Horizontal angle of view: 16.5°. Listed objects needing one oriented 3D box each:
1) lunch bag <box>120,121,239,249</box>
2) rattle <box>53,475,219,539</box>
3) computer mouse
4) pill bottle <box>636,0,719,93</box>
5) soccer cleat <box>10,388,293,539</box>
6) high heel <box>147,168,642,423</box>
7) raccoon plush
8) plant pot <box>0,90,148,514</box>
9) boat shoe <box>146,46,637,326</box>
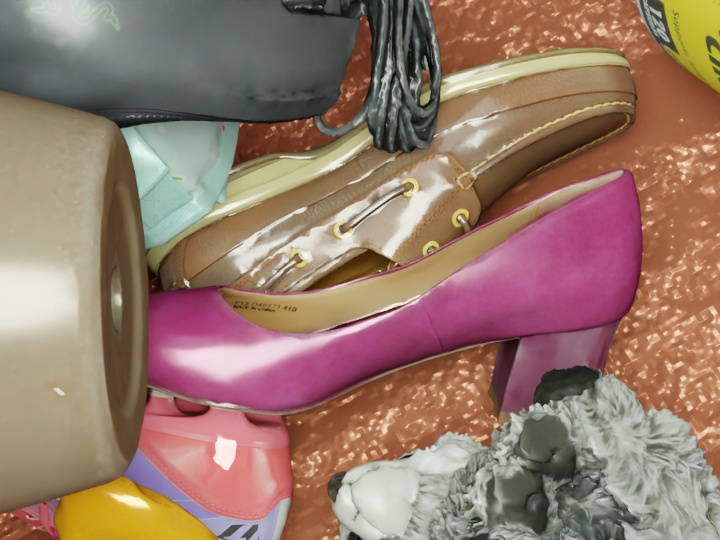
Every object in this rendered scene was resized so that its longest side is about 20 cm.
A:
[{"bbox_3d":[-0.139,-0.093,0.923,0.122,0.170,0.200,-44,25,-11],"label":"lunch bag"},{"bbox_3d":[-0.060,0.189,0.798,0.130,0.143,0.200,13,68,30],"label":"rattle"},{"bbox_3d":[-0.048,-0.099,0.839,0.053,0.200,0.139,-2,97,55],"label":"computer mouse"},{"bbox_3d":[0.185,-0.087,0.864,0.112,0.112,0.200,-35,34,-5],"label":"pill bottle"},{"bbox_3d":[-0.117,0.073,0.931,0.200,0.067,0.077,6,90,25],"label":"soccer cleat"},{"bbox_3d":[0.000,0.000,0.881,0.200,0.096,0.067,4,18,-16],"label":"high heel"},{"bbox_3d":[0.079,0.123,0.853,0.200,0.134,0.097,43,60,-1],"label":"raccoon plush"},{"bbox_3d":[-0.159,0.009,0.776,0.175,0.200,0.200,-2,60,3],"label":"plant pot"},{"bbox_3d":[0.017,-0.023,0.944,0.200,0.072,0.068,-23,74,0],"label":"boat shoe"}]
